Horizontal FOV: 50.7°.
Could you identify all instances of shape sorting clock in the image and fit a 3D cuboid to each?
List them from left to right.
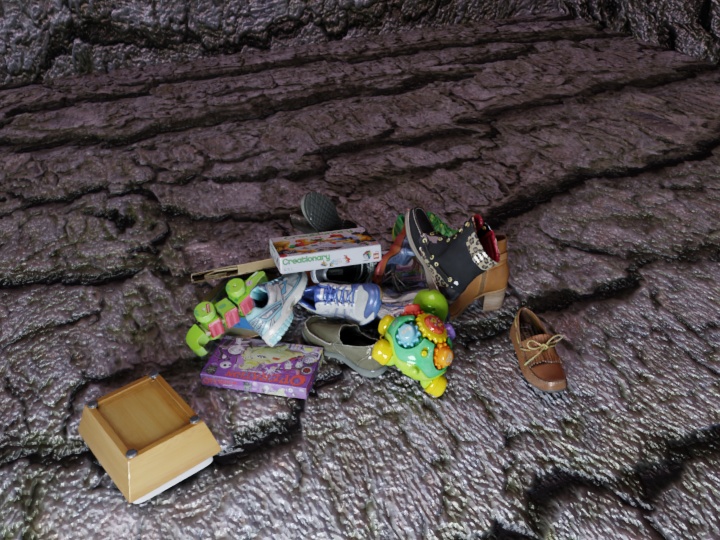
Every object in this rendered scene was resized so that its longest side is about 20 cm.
[{"bbox_3d":[-0.224,0.071,1.504,0.194,0.040,0.202,-4,33,2],"label":"shape sorting clock"}]

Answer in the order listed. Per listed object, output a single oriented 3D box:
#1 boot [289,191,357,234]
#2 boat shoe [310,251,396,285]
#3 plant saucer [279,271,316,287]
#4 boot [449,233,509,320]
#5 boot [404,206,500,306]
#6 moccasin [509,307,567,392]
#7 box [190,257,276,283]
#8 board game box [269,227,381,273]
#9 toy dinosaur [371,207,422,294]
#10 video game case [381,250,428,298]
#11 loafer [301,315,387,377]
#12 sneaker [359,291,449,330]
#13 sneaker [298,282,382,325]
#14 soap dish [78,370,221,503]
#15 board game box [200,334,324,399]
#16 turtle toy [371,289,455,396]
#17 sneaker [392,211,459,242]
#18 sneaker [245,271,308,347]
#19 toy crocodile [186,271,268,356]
[{"bbox_3d":[-0.102,-0.102,1.587,0.128,0.199,0.070,7,73,32],"label":"boot"},{"bbox_3d":[0.000,-0.003,1.502,0.195,0.076,0.067,1,1,-33],"label":"boat shoe"},{"bbox_3d":[-0.076,-0.010,1.612,0.195,0.033,0.202,-13,30,7],"label":"plant saucer"},{"bbox_3d":[0.198,0.010,1.476,0.194,0.159,0.077,-4,30,-5],"label":"boot"},{"bbox_3d":[0.167,-0.056,1.400,0.072,0.150,0.205,4,59,-42],"label":"boot"},{"bbox_3d":[0.315,0.138,1.336,0.071,0.080,0.203,-1,31,0],"label":"moccasin"},{"bbox_3d":[-0.221,-0.007,1.538,0.161,0.022,0.197,-9,3,42],"label":"box"},{"bbox_3d":[-0.069,-0.040,1.459,0.194,0.036,0.126,-8,20,-15],"label":"board game box"},{"bbox_3d":[0.071,-0.028,1.520,0.179,0.105,0.202,4,45,-49],"label":"toy dinosaur"},{"bbox_3d":[0.059,0.013,1.611,0.194,0.024,0.183,-7,31,-11],"label":"video game case"},{"bbox_3d":[-0.028,0.121,1.384,0.197,0.071,0.075,22,38,34],"label":"loafer"},{"bbox_3d":[0.072,0.094,1.440,0.194,0.079,0.086,2,40,21],"label":"sneaker"},{"bbox_3d":[-0.042,0.059,1.415,0.087,0.078,0.197,19,-19,-36],"label":"sneaker"},{"bbox_3d":[-0.330,0.249,1.173,0.155,0.083,0.198,-24,36,-33],"label":"soap dish"},{"bbox_3d":[-0.172,0.170,1.353,0.194,0.033,0.121,6,36,11],"label":"board game box"},{"bbox_3d":[0.107,0.111,1.316,0.144,0.102,0.202,30,32,-8],"label":"turtle toy"},{"bbox_3d":[0.166,-0.085,1.708,0.194,0.086,0.075,5,30,10],"label":"sneaker"},{"bbox_3d":[-0.157,0.043,1.412,0.086,0.077,0.202,38,33,-17],"label":"sneaker"},{"bbox_3d":[-0.244,0.076,1.409,0.061,0.069,0.199,30,57,34],"label":"toy crocodile"}]
